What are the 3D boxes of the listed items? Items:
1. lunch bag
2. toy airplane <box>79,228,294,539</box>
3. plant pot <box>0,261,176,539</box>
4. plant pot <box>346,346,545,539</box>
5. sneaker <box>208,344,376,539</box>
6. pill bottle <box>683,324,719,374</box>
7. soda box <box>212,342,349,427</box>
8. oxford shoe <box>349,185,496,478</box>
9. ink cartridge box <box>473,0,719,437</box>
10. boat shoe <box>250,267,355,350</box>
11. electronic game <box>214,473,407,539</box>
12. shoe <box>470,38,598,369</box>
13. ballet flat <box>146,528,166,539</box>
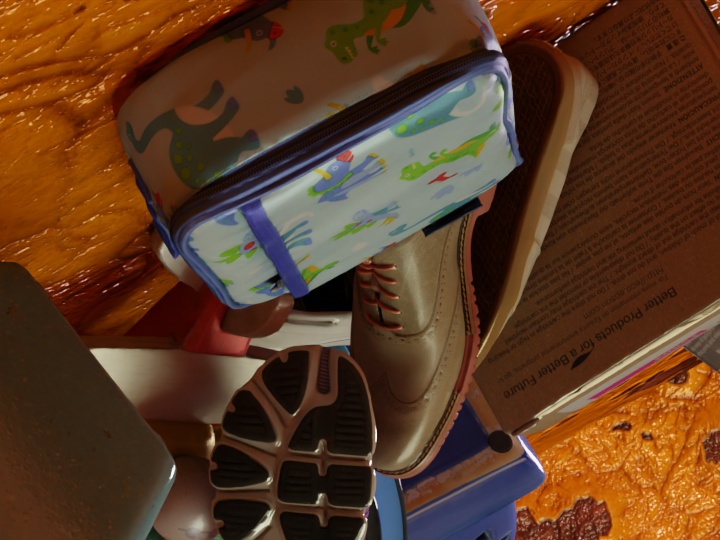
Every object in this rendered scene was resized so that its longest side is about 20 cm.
[{"bbox_3d":[-0.016,-0.054,1.008,0.161,0.082,0.200,-27,168,-2],"label":"lunch bag"},{"bbox_3d":[-0.086,0.067,1.199,0.200,0.141,0.199,-17,150,3],"label":"toy airplane"},{"bbox_3d":[-0.195,0.106,1.009,0.200,0.196,0.196,-36,173,-26],"label":"plant pot"},{"bbox_3d":[-0.011,0.126,1.556,0.200,0.200,0.180,-24,161,-27],"label":"plant pot"},{"bbox_3d":[-0.029,0.125,1.174,0.081,0.200,0.083,8,-158,8],"label":"sneaker"},{"bbox_3d":[0.188,-0.020,1.338,0.111,0.200,0.111,-53,176,-6],"label":"pill bottle"},{"bbox_3d":[-0.108,0.073,1.372,0.200,0.068,0.064,-28,170,-8],"label":"soda box"},{"bbox_3d":[0.015,0.003,1.162,0.070,0.200,0.075,10,-174,34],"label":"oxford shoe"},{"bbox_3d":[0.128,-0.032,1.254,0.200,0.165,0.075,-33,168,17],"label":"ink cartridge box"},{"bbox_3d":[0.000,0.000,1.338,0.200,0.072,0.066,-10,164,-38],"label":"boat shoe"},{"bbox_3d":[-0.034,0.168,1.357,0.042,0.200,0.200,3,-169,36],"label":"electronic game"},{"bbox_3d":[0.066,-0.019,1.211,0.053,0.070,0.200,6,111,-60],"label":"shoe"},{"bbox_3d":[-0.140,0.169,1.386,0.070,0.067,0.200,-40,-179,-35],"label":"ballet flat"}]
